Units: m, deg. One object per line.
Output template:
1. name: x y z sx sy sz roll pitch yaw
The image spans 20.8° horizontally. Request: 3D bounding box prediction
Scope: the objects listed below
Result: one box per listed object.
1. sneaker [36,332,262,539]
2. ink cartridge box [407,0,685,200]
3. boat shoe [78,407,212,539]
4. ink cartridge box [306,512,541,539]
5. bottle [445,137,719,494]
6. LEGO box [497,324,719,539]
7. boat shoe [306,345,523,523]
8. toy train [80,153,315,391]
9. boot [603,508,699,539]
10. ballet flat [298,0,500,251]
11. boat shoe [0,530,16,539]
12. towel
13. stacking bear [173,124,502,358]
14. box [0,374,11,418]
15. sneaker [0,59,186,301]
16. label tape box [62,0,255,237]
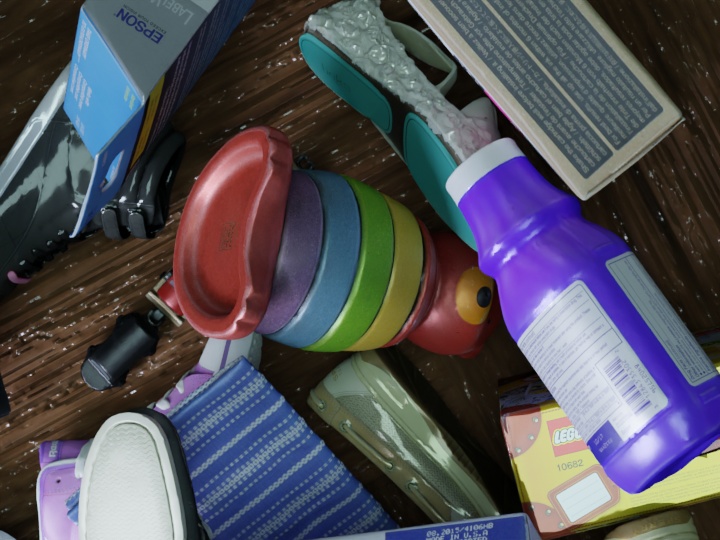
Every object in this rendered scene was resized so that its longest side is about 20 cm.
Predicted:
1. sneaker: -0.140 0.108 1.224 0.114 0.073 0.202 24 96 4
2. ink cartridge box: 0.099 -0.128 1.126 0.075 0.200 0.165 -40 91 6
3. boat shoe: -0.117 0.169 1.148 0.071 0.068 0.202 3 112 25
4. ink cartridge box: 0.023 0.203 1.152 0.195 0.200 0.044 -9 62 12
5. bottle: 0.119 0.020 1.063 0.201 0.065 0.084 56 139 16
6. LEGO box: 0.186 0.088 1.165 0.198 0.149 0.078 -14 94 4
7. boat shoe: 0.049 0.137 1.218 0.063 0.073 0.201 -39 90 14
8. toy train: -0.103 0.002 1.223 0.034 0.046 0.200 45 95 -1
9. boot: 0.185 0.243 1.135 0.072 0.200 0.156 -14 62 -7
10. ballet flat: 0.041 -0.097 1.171 0.072 0.072 0.200 -43 66 6
11. boat shoe: -0.213 0.226 1.228 0.199 0.065 0.074 33 127 1
12. towel: -0.068 0.162 1.200 0.145 0.024 0.200 -40 121 0
13. stacking bear: 0.000 0.000 1.168 0.199 0.113 0.122 14 81 -29
14. box: -0.309 0.011 1.200 0.159 0.044 0.202 -12 95 34
15. sneaker: -0.181 -0.027 1.212 0.099 0.071 0.201 31 92 5
16. label tape box: -0.124 -0.131 1.128 0.066 0.143 0.201 35 68 0
